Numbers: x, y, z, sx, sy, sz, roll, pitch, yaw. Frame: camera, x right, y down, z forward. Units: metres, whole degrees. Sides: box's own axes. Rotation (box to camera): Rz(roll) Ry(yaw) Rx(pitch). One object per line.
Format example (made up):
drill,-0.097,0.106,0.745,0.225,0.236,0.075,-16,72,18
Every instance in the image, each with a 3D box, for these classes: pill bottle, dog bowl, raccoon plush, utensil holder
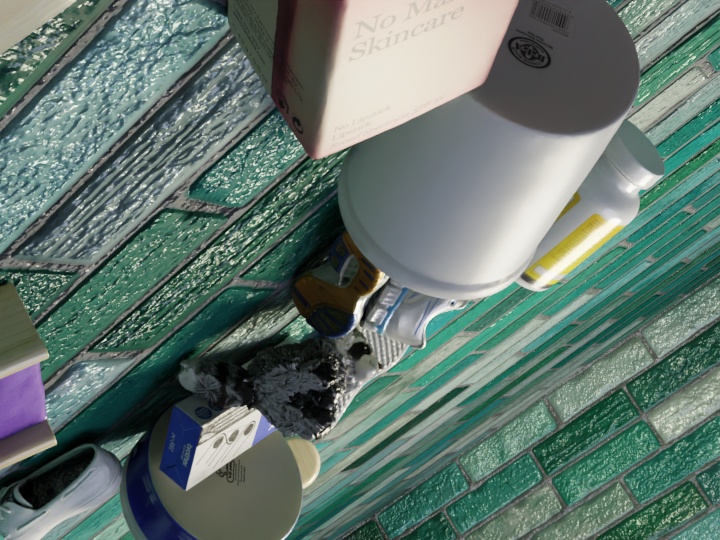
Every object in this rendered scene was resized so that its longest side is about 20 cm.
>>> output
pill bottle,0.239,-0.075,1.217,0.111,0.113,0.200,-9,152,-52
dog bowl,-0.167,0.245,1.233,0.199,0.201,0.079,-13,153,-47
raccoon plush,-0.077,0.088,1.149,0.134,0.198,0.098,-63,174,-57
utensil holder,0.087,-0.100,0.789,0.168,0.171,0.201,-23,159,-27

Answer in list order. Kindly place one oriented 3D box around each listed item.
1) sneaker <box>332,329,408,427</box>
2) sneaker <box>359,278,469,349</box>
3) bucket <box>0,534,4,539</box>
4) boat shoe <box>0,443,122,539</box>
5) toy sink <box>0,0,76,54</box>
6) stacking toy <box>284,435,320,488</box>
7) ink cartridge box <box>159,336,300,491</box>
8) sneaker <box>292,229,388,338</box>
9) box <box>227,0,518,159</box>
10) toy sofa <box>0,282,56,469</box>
sneaker,-0.017,0.108,1.343,0.200,0.078,0.079,-46,-154,1
sneaker,0.083,-0.011,1.081,0.201,0.086,0.075,-58,-171,14
bucket,-0.408,0.308,0.990,0.205,0.209,0.135,-28,169,-12
boat shoe,-0.351,0.249,1.157,0.198,0.072,0.069,-26,142,0
toy sink,-0.210,-0.102,0.321,0.199,0.131,0.112,-32,163,3
stacking toy,-0.120,0.326,1.772,0.085,0.086,0.200,-26,169,-17
ink cartridge box,-0.132,0.154,1.202,0.199,0.044,0.095,-30,145,-50
sneaker,0.000,0.000,1.073,0.088,0.075,0.200,-43,180,-33
box,0.011,-0.169,0.559,0.127,0.110,0.200,-26,162,-18
toy sofa,-0.277,0.104,0.825,0.082,0.098,0.201,-24,160,-24
